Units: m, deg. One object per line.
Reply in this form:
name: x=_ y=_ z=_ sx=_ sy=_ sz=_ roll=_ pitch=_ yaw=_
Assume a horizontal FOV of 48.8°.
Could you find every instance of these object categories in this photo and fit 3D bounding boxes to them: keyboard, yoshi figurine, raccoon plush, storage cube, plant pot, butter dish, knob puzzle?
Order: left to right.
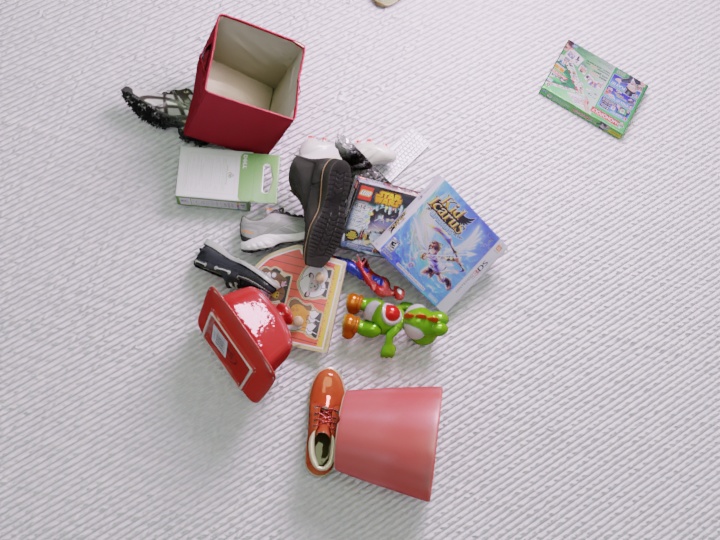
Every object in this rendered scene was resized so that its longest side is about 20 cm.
storage cube: x=-0.225 y=-0.346 z=1.520 sx=0.198 sy=0.180 sz=0.173 roll=14 pitch=67 yaw=-21
butter dish: x=-0.187 y=0.111 z=1.442 sx=0.147 sy=0.200 sz=0.200 roll=-33 pitch=80 yaw=-28
knob puzzle: x=-0.139 y=0.048 z=1.507 sx=0.217 sy=0.030 sz=0.223 roll=-1 pitch=86 yaw=11
raccoon plush: x=-0.024 y=-0.156 z=1.532 sx=0.134 sy=0.097 sz=0.200 roll=-45 pitch=119 yaw=3
keyboard: x=0.057 y=-0.214 z=1.629 sx=0.056 sy=0.011 sz=0.200 roll=44 pitch=76 yaw=7
plant pot: x=0.050 y=0.296 z=1.412 sx=0.175 sy=0.201 sz=0.203 roll=7 pitch=75 yaw=6
yoshi figurine: x=0.069 y=0.104 z=1.515 sx=0.197 sy=0.112 sz=0.114 roll=7 pitch=104 yaw=8

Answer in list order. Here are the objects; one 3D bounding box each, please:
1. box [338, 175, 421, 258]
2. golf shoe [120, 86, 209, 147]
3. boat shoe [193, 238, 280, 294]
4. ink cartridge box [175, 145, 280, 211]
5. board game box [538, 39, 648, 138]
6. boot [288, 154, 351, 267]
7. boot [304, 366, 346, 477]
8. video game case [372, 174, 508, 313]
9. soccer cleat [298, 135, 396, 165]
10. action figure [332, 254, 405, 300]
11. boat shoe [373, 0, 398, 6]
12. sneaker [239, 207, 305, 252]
box: x=0.063 y=-0.090 z=1.517 sx=0.198 sy=0.040 sz=0.138 roll=12 pitch=112 yaw=-19
golf shoe: x=-0.378 y=-0.329 z=1.592 sx=0.198 sy=0.078 sz=0.095 roll=27 pitch=71 yaw=-9
boat shoe: x=-0.234 y=0.007 z=1.493 sx=0.199 sy=0.076 sz=0.061 roll=27 pitch=80 yaw=36
ink cartridge box: x=-0.259 y=-0.178 z=1.566 sx=0.197 sy=0.059 sz=0.105 roll=4 pitch=75 yaw=-4
board game box: x=0.500 y=-0.389 z=1.705 sx=0.199 sy=0.029 sz=0.135 roll=31 pitch=76 yaw=3
boot: x=-0.095 y=-0.116 z=1.496 sx=0.138 sy=0.077 sz=0.202 roll=18 pitch=92 yaw=44
boot: x=-0.062 y=0.270 z=1.445 sx=0.074 sy=0.107 sz=0.203 roll=4 pitch=74 yaw=-2
video game case: x=0.153 y=-0.046 z=1.505 sx=0.181 sy=0.045 sz=0.200 roll=-47 pitch=114 yaw=3
soccer cleat: x=-0.026 y=-0.222 z=1.599 sx=0.197 sy=0.069 sz=0.079 roll=5 pitch=80 yaw=4
action figure: x=0.000 y=0.000 z=1.533 sx=0.199 sy=0.065 sz=0.052 roll=34 pitch=98 yaw=9
boat shoe: x=0.109 y=-0.646 z=1.718 sx=0.200 sy=0.065 sz=0.073 roll=-43 pitch=81 yaw=-15
sneaker: x=-0.139 y=-0.089 z=1.540 sx=0.197 sy=0.074 sz=0.080 roll=-11 pitch=91 yaw=-7
